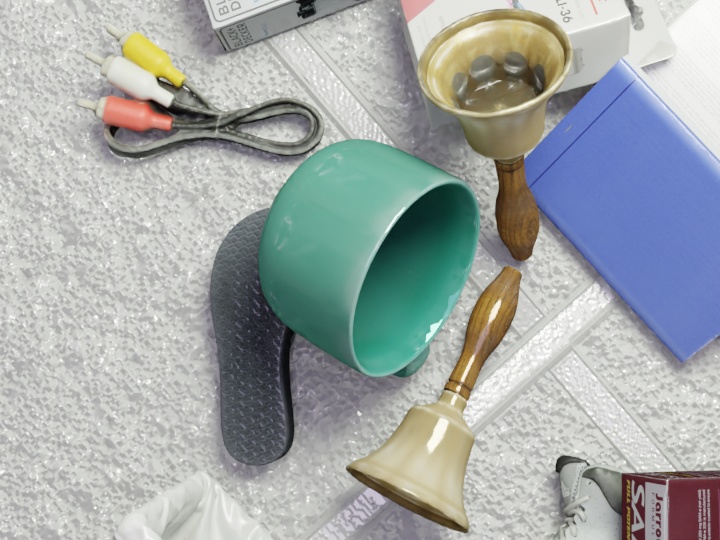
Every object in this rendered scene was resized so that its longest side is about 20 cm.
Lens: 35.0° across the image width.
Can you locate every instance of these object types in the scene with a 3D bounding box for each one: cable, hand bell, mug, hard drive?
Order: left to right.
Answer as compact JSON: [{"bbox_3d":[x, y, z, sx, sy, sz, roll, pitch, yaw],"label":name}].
[{"bbox_3d":[-0.132,-0.122,0.917,0.198,0.050,0.098,20,87,6],"label":"cable"},{"bbox_3d":[-0.005,-0.002,0.833,0.114,0.151,0.187,29,117,29],"label":"mug"},{"bbox_3d":[0.079,0.087,0.880,0.103,0.104,0.201,27,75,5],"label":"hand bell"},{"bbox_3d":[0.110,-0.076,0.833,0.103,0.201,0.105,-8,48,9],"label":"hand bell"},{"bbox_3d":[0.224,-0.044,0.867,0.200,0.025,0.132,48,125,6],"label":"hard drive"}]

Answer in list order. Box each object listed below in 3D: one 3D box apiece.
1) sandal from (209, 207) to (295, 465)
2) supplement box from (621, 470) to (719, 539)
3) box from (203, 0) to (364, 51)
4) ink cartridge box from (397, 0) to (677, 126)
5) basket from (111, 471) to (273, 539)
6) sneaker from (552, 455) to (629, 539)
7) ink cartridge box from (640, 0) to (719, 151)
[{"bbox_3d":[-0.081,0.051,0.908,0.075,0.043,0.203,5,91,13],"label":"sandal"},{"bbox_3d":[0.287,0.200,0.822,0.198,0.061,0.110,3,84,-21],"label":"supplement box"},{"bbox_3d":[-0.040,-0.269,0.920,0.198,0.060,0.118,-19,84,2],"label":"box"},{"bbox_3d":[0.134,-0.198,0.879,0.198,0.068,0.118,-15,57,2],"label":"ink cartridge box"},{"bbox_3d":[-0.118,0.278,0.812,0.198,0.200,0.161,44,94,6],"label":"basket"},{"bbox_3d":[0.149,0.205,0.867,0.198,0.075,0.117,-16,79,-8],"label":"sneaker"},{"bbox_3d":[0.279,-0.119,0.901,0.200,0.050,0.161,-43,84,10],"label":"ink cartridge box"}]
